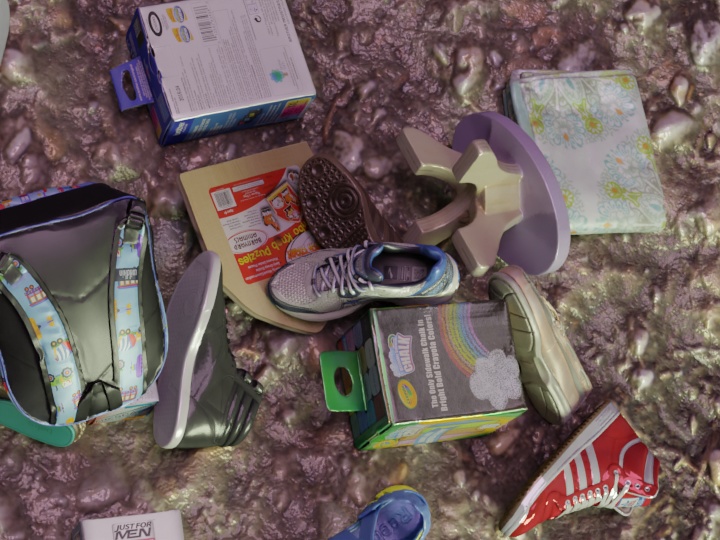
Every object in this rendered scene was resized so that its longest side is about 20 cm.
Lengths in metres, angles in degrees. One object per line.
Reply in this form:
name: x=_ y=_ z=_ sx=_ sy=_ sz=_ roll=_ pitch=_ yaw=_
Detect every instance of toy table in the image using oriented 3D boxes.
toy table: x=0.126 y=-0.079 z=1.785 sx=0.116 sy=0.185 sz=0.200 roll=-11 pitch=49 yaw=-36

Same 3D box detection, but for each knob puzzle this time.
knob puzzle: x=-0.091 y=-0.024 z=1.757 sx=0.218 sy=0.030 sz=0.222 roll=15 pitch=64 yaw=-31

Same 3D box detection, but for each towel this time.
towel: x=0.258 y=-0.138 z=1.914 sx=0.170 sy=0.048 sz=0.202 roll=-3 pitch=73 yaw=-19

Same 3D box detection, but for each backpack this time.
backpack: x=-0.276 y=0.034 z=1.555 sx=0.181 sy=0.134 sz=0.202 roll=-20 pitch=113 yaw=-26

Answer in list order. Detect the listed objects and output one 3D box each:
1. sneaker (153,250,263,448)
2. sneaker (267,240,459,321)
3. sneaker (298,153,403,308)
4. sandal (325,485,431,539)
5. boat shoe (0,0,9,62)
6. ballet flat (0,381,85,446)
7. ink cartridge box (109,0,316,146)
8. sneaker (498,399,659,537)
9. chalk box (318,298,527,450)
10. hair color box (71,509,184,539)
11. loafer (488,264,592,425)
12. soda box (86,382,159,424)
sneaker: x=-0.144 y=0.086 z=1.673 sx=0.099 sy=0.070 sz=0.202 roll=16 pitch=77 yaw=-35
sneaker: x=0.000 y=0.000 z=1.690 sx=0.198 sy=0.085 sz=0.078 roll=-8 pitch=73 yaw=4
sneaker: x=0.002 y=-0.035 z=1.780 sx=0.070 sy=0.076 sz=0.201 roll=-31 pitch=89 yaw=17
sandal: x=0.001 y=0.283 z=1.656 sx=0.079 sy=0.087 sz=0.200 roll=44 pitch=66 yaw=-1
boat shoe: x=-0.417 y=-0.197 z=1.703 sx=0.069 sy=0.071 sz=0.202 roll=5 pitch=71 yaw=12
ballet flat: x=-0.360 y=0.111 z=1.616 sx=0.199 sy=0.071 sz=0.066 roll=25 pitch=39 yaw=-12
ink cartridge box: x=-0.165 y=-0.219 z=1.783 sx=0.198 sy=0.076 sz=0.138 roll=-13 pitch=75 yaw=-24
sneaker: x=0.240 y=0.238 z=1.760 sx=0.113 sy=0.071 sz=0.200 roll=46 pitch=62 yaw=5
chalk box: x=0.051 y=0.110 z=1.714 sx=0.198 sy=0.124 sz=0.126 roll=-3 pitch=73 yaw=-19
hair color box: x=-0.211 y=0.335 z=1.578 sx=0.098 sy=0.061 sz=0.202 roll=-3 pitch=73 yaw=-20
loafer: x=0.193 y=0.070 z=1.767 sx=0.063 sy=0.072 sz=0.201 roll=-36 pitch=121 yaw=-22
soda box: x=-0.255 y=0.049 z=1.665 sx=0.068 sy=0.064 sz=0.202 roll=-7 pitch=74 yaw=-20
